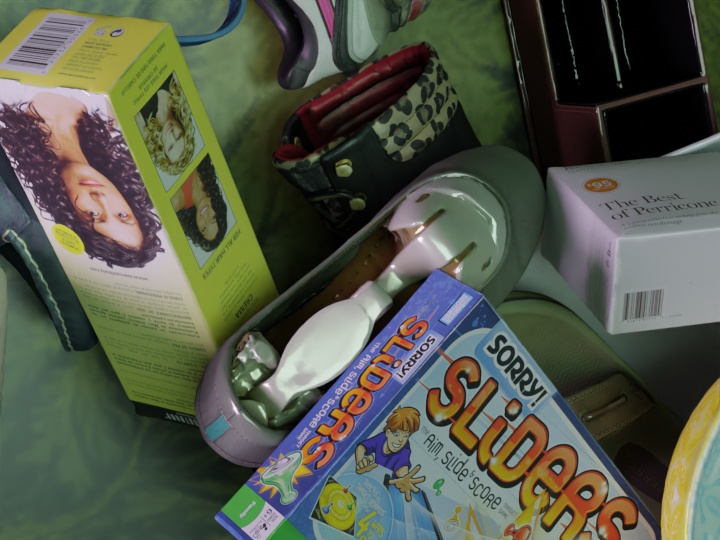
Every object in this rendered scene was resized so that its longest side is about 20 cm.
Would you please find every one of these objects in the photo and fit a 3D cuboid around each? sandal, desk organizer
[{"bbox_3d":[0.107,0.075,0.812,0.201,0.057,0.080,32,103,-28],"label":"sandal"},{"bbox_3d":[0.123,-0.121,0.869,0.072,0.077,0.200,-17,102,-18],"label":"desk organizer"}]

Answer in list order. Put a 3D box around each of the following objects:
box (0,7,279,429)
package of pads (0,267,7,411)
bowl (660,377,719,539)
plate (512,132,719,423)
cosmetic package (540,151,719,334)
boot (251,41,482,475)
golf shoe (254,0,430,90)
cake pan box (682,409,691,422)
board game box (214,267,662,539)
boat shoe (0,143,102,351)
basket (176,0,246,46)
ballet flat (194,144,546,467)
[{"bbox_3d":[-0.088,-0.014,0.727,0.050,0.075,0.200,-56,141,-34],"label":"box"},{"bbox_3d":[-0.192,0.106,0.716,0.068,0.155,0.200,7,116,-14],"label":"package of pads"},{"bbox_3d":[0.217,0.113,0.789,0.200,0.108,0.200,0,89,-15],"label":"bowl"},{"bbox_3d":[0.151,0.026,0.854,0.199,0.032,0.200,-21,120,-6],"label":"plate"},{"bbox_3d":[0.190,-0.021,0.778,0.200,0.083,0.051,-6,115,-15],"label":"cosmetic package"},{"bbox_3d":[0.000,0.000,0.827,0.200,0.073,0.151,-39,122,-16],"label":"boot"},{"bbox_3d":[-0.052,-0.178,0.799,0.092,0.073,0.200,-40,108,-12],"label":"golf shoe"},{"bbox_3d":[0.240,0.141,0.963,0.200,0.052,0.184,8,96,-21],"label":"cake pan box"},{"bbox_3d":[0.045,0.112,0.731,0.135,0.034,0.200,-49,130,-10],"label":"board game box"},{"bbox_3d":[-0.173,-0.047,0.771,0.062,0.075,0.200,-29,105,-16],"label":"boat shoe"},{"bbox_3d":[-0.147,-0.182,0.714,0.176,0.139,0.200,-14,97,-28],"label":"basket"},{"bbox_3d":[0.015,0.009,0.725,0.200,0.064,0.067,-40,86,-22],"label":"ballet flat"}]
